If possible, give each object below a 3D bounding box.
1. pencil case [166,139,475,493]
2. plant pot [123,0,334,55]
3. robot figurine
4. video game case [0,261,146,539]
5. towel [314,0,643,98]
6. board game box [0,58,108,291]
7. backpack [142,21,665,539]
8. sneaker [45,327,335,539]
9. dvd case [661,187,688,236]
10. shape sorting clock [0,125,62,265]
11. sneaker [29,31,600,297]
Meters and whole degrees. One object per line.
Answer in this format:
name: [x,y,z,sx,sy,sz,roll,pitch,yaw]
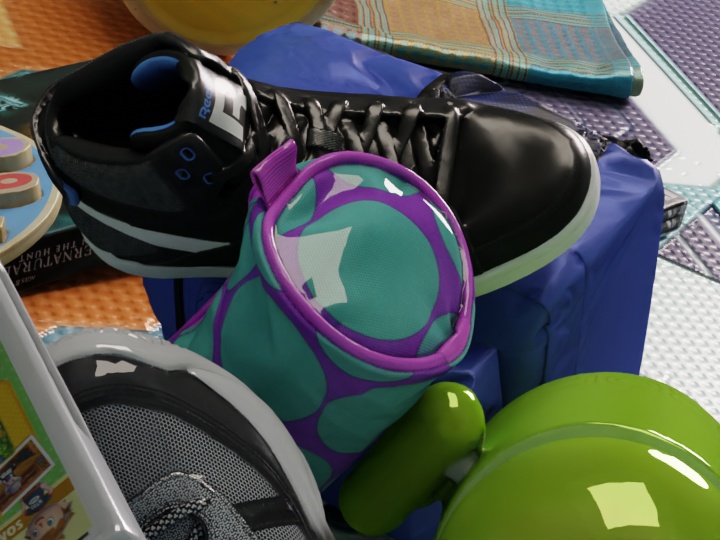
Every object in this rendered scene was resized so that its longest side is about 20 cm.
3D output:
pencil case: [-0.038,0.038,0.879,0.092,0.200,0.085,46,50,1]
plant pot: [-0.076,-0.229,1.409,0.199,0.201,0.189,8,41,-14]
robot figurine: [0.083,0.102,0.873,0.175,0.116,0.200,41,11,-1]
video game case: [-0.172,0.083,0.742,0.022,0.200,0.182,49,4,-45]
towel: [0.064,-0.152,1.507,0.199,0.022,0.147,10,26,-11]
board game box: [-0.126,-0.052,1.177,0.199,0.028,0.135,-16,39,-37]
backpack: [0.000,0.000,1.012,0.199,0.163,0.168,28,49,22]
sneaker: [-0.038,0.113,0.757,0.201,0.075,0.114,56,12,-14]
dvd case: [0.056,-0.039,1.279,0.146,0.022,0.200,30,29,28]
shape sorting clock: [-0.223,-0.028,1.044,0.199,0.039,0.200,-6,26,3]
sneaker: [-0.020,-0.038,0.888,0.199,0.074,0.112,-3,-22,13]
